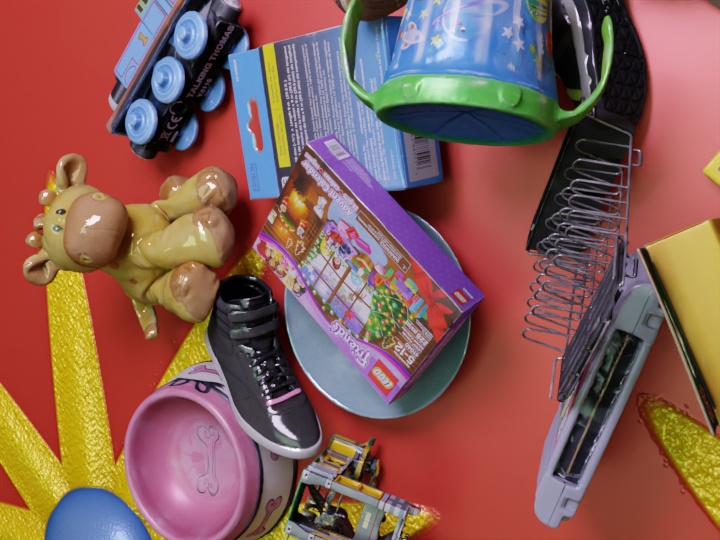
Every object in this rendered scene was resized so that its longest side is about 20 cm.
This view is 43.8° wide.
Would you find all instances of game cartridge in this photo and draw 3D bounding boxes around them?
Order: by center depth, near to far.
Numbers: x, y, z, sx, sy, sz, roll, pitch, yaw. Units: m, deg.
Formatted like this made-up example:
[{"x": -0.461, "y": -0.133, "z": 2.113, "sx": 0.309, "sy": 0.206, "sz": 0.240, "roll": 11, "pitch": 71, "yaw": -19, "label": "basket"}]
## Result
[{"x": 0.188, "y": 0.087, "z": 0.705, "sx": 0.040, "sy": 0.133, "sz": 0.203, "roll": 23, "pitch": 107, "yaw": 14, "label": "game cartridge"}]

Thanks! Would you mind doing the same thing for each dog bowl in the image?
[{"x": -0.168, "y": 0.202, "z": 0.951, "sx": 0.197, "sy": 0.074, "sz": 0.204, "roll": 3, "pitch": 96, "yaw": 28, "label": "dog bowl"}]

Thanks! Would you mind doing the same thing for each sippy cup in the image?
[{"x": 0.084, "y": -0.169, "z": 0.653, "sx": 0.139, "sy": 0.175, "sz": 0.133, "roll": -176, "pitch": 95, "yaw": -66, "label": "sippy cup"}]

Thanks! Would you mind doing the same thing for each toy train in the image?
[{"x": -0.194, "y": -0.214, "z": 0.924, "sx": 0.115, "sy": 0.086, "sz": 0.201, "roll": 51, "pitch": 118, "yaw": 25, "label": "toy train"}]

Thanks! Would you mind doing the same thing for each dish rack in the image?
[{"x": 0.160, "y": -0.011, "z": 0.665, "sx": 0.054, "sy": 0.202, "sz": 0.155, "roll": 14, "pitch": 138, "yaw": 4, "label": "dish rack"}]

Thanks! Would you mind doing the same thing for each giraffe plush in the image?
[{"x": -0.237, "y": -0.036, "z": 0.890, "sx": 0.199, "sy": 0.161, "sz": 0.175, "roll": -29, "pitch": 50, "yaw": 44, "label": "giraffe plush"}]

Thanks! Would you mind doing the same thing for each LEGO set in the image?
[{"x": -0.007, "y": 0.259, "z": 0.825, "sx": 0.114, "sy": 0.154, "sz": 0.203, "roll": 19, "pitch": 86, "yaw": 11, "label": "LEGO set"}]

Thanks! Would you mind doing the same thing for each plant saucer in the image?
[{"x": 0.019, "y": 0.037, "z": 0.850, "sx": 0.198, "sy": 0.039, "sz": 0.204, "roll": 3, "pitch": 96, "yaw": 30, "label": "plant saucer"}]

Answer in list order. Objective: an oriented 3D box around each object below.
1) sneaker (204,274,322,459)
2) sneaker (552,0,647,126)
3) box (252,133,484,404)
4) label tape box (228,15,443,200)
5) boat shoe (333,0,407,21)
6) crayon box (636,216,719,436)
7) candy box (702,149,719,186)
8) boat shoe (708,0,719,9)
[{"x": -0.096, "y": 0.085, "z": 0.863, "sx": 0.200, "sy": 0.070, "sz": 0.100, "roll": 51, "pitch": 145, "yaw": 35, "label": "sneaker"}, {"x": 0.173, "y": -0.197, "z": 0.739, "sx": 0.082, "sy": 0.071, "sz": 0.203, "roll": -17, "pitch": 85, "yaw": 54, "label": "sneaker"}, {"x": 0.000, "y": 0.000, "z": 0.789, "sx": 0.200, "sy": 0.039, "sz": 0.137, "roll": 47, "pitch": 132, "yaw": 16, "label": "box"}, {"x": -0.026, "y": -0.145, "z": 0.829, "sx": 0.198, "sy": 0.063, "sz": 0.147, "roll": 1, "pitch": 102, "yaw": 42, "label": "label tape box"}, {"x": 0.022, "y": -0.284, "z": 0.757, "sx": 0.071, "sy": 0.072, "sz": 0.201, "roll": 10, "pitch": 59, "yaw": 36, "label": "boat shoe"}, {"x": 0.255, "y": 0.029, "z": 0.624, "sx": 0.050, "sy": 0.199, "sz": 0.129, "roll": -24, "pitch": 84, "yaw": 28, "label": "crayon box"}, {"x": 0.364, "y": -0.052, "z": 0.656, "sx": 0.200, "sy": 0.026, "sz": 0.103, "roll": 43, "pitch": 110, "yaw": 19, "label": "candy box"}, {"x": 0.267, "y": -0.250, "z": 0.665, "sx": 0.200, "sy": 0.070, "sz": 0.072, "roll": 40, "pitch": 97, "yaw": 18, "label": "boat shoe"}]
